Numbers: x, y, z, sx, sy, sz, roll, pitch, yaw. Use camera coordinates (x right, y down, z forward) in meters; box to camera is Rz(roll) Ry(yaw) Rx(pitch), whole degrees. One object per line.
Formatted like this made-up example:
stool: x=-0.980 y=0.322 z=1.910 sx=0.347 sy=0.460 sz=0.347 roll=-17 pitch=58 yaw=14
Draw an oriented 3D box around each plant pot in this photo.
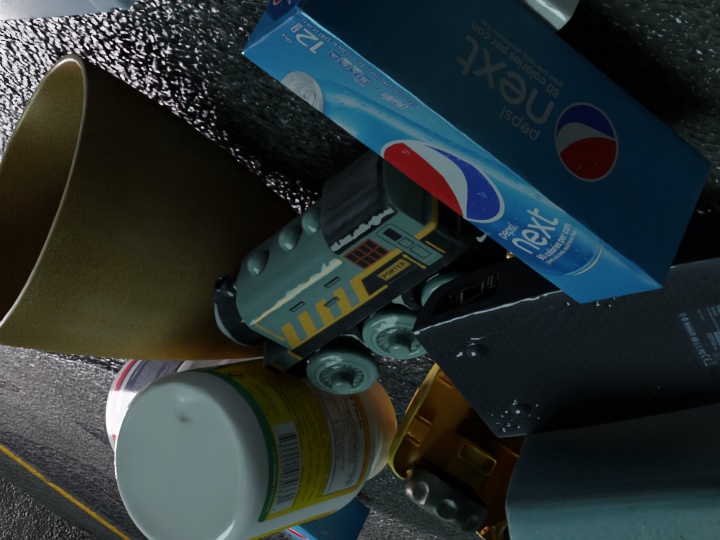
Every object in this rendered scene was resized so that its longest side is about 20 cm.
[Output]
plant pot: x=0.209 y=0.173 z=0.802 sx=0.197 sy=0.196 sz=0.198 roll=-9 pitch=102 yaw=17
plant pot: x=-0.131 y=-0.015 z=0.906 sx=0.198 sy=0.189 sz=0.186 roll=21 pitch=164 yaw=-27

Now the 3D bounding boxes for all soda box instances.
soda box: x=0.052 y=-0.069 z=0.594 sx=0.199 sy=0.068 sz=0.064 roll=35 pitch=158 yaw=-18
soda box: x=-0.077 y=0.249 z=1.559 sx=0.064 sy=0.068 sz=0.200 roll=8 pitch=151 yaw=44

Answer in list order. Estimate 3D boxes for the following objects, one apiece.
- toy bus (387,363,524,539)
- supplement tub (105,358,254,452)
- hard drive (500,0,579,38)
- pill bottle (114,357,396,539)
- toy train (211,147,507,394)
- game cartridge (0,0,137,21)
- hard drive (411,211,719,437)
toy bus: x=0.112 y=0.135 z=1.018 sx=0.199 sy=0.137 sz=0.192 roll=33 pitch=175 yaw=-9
supplement tub: x=-0.141 y=0.137 z=1.294 sx=0.140 sy=0.141 sz=0.199 roll=38 pitch=158 yaw=-26
hard drive: x=-0.013 y=-0.153 z=0.616 sx=0.199 sy=0.027 sz=0.132 roll=33 pitch=159 yaw=-13
pill bottle: x=-0.059 y=0.114 z=0.909 sx=0.112 sy=0.114 sz=0.199 roll=15 pitch=-170 yaw=30
toy train: x=0.000 y=0.000 z=0.812 sx=0.113 sy=0.086 sz=0.199 roll=31 pitch=135 yaw=-29
game cartridge: x=-0.211 y=-0.194 z=0.758 sx=0.198 sy=0.041 sz=0.133 roll=7 pitch=154 yaw=44
hard drive: x=0.141 y=0.030 z=0.731 sx=0.198 sy=0.043 sz=0.135 roll=-14 pitch=140 yaw=24
